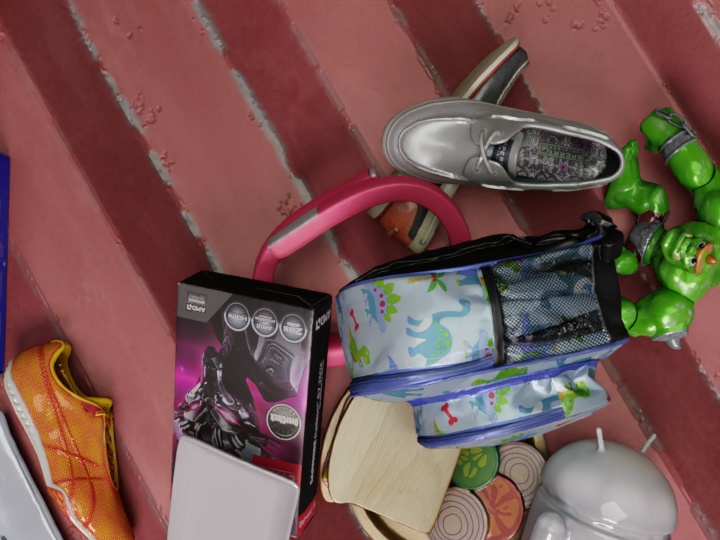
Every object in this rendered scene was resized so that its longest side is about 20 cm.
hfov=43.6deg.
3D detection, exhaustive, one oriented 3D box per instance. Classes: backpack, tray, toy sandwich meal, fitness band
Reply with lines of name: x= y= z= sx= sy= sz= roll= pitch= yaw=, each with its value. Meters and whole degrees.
backpack: x=0.084 y=0.054 z=0.668 sx=0.195 sy=0.183 sz=0.151 roll=-7 pitch=82 yaw=-4
tray: x=-0.109 y=0.223 z=0.749 sx=0.105 sy=0.022 sz=0.203 roll=21 pitch=124 yaw=11
toy sandwich meal: x=0.065 y=0.161 z=0.767 sx=0.200 sy=0.070 sz=0.211 roll=0 pitch=86 yaw=3
fitness band: x=0.000 y=0.000 z=0.765 sx=0.197 sy=0.038 sz=0.145 roll=-29 pitch=117 yaw=10

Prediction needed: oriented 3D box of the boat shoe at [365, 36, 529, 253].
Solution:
boat shoe: x=0.087 y=-0.110 z=0.786 sx=0.062 sy=0.071 sz=0.201 roll=37 pitch=92 yaw=-7

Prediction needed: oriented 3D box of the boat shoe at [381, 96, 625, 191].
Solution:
boat shoe: x=0.115 y=-0.095 z=0.723 sx=0.195 sy=0.069 sz=0.074 roll=11 pitch=101 yaw=-6

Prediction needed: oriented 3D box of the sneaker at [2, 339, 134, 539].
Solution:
sneaker: x=-0.242 y=0.155 z=0.787 sx=0.076 sy=0.073 sz=0.203 roll=-26 pitch=87 yaw=-9

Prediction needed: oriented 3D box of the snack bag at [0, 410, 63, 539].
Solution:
snack bag: x=-0.365 y=0.248 z=0.811 sx=0.197 sy=0.021 sz=0.191 roll=-31 pitch=85 yaw=1

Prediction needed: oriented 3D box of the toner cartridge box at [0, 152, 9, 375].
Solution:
toner cartridge box: x=-0.351 y=-0.009 z=0.793 sx=0.042 sy=0.095 sz=0.206 roll=0 pitch=85 yaw=4

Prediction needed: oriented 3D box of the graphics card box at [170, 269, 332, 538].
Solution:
graphics card box: x=-0.093 y=0.110 z=0.750 sx=0.123 sy=0.051 sz=0.205 roll=11 pitch=105 yaw=16

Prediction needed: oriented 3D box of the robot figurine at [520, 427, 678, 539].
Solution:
robot figurine: x=0.187 y=0.225 z=0.725 sx=0.112 sy=0.167 sz=0.205 roll=22 pitch=100 yaw=44

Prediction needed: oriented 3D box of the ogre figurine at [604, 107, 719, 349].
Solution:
ogre figurine: x=0.251 y=-0.027 z=0.762 sx=0.118 sy=0.099 sz=0.202 roll=29 pitch=72 yaw=22
